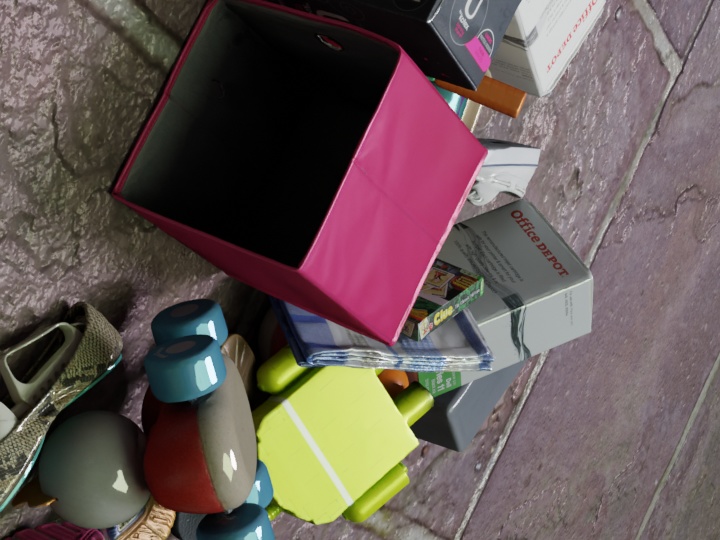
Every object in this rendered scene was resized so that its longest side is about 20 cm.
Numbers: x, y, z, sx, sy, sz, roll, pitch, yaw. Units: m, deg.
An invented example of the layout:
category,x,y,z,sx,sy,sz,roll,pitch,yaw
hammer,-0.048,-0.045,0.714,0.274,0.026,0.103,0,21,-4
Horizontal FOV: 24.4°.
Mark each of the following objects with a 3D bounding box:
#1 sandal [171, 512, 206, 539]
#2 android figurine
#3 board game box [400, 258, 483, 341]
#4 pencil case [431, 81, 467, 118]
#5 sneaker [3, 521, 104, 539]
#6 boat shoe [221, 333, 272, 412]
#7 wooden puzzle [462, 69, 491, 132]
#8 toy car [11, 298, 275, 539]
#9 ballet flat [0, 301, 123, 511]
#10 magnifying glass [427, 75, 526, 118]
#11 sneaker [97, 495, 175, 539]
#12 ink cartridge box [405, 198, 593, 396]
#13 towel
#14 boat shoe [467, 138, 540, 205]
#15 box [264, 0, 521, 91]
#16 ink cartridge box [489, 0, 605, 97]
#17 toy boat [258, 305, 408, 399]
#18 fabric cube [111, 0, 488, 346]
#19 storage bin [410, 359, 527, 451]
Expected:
category,x,y,z,sx,sy,sz,roll,pitch,yaw
sandal,-0.134,0.212,1.588,0.076,0.043,0.200,-66,160,11
android figurine,-0.028,0.148,1.522,0.200,0.041,0.182,-40,109,-20
board game box,0.000,0.000,1.500,0.105,0.200,0.023,-36,138,-43
pencil case,0.048,-0.146,1.527,0.085,0.092,0.200,2,107,-78
sneaker,-0.282,0.291,1.362,0.200,0.081,0.088,-44,144,-22
boat shoe,-0.121,0.114,1.529,0.200,0.063,0.073,72,33,-52
wooden puzzle,0.037,-0.141,1.630,0.200,0.046,0.186,16,94,-55
toy car,-0.188,0.148,1.358,0.177,0.200,0.185,-102,178,-72
ballet flat,-0.262,0.100,1.292,0.200,0.068,0.075,-54,126,-34
magnifying glass,0.050,-0.184,1.473,0.022,0.200,0.080,-7,120,-83
sneaker,-0.218,0.240,1.442,0.075,0.088,0.200,27,62,-39
ink cartridge box,0.116,0.027,1.681,0.200,0.147,0.083,-21,135,-13
towel,0.014,0.038,1.533,0.200,0.147,0.024,3,129,-27
boat shoe,0.118,-0.096,1.659,0.200,0.073,0.065,-2,105,-52
box,0.017,-0.242,1.372,0.106,0.200,0.122,-63,149,-10
ink cartridge box,0.170,-0.298,1.701,0.146,0.085,0.200,-56,146,-21
toy boat,-0.011,0.100,1.614,0.131,0.131,0.200,-45,143,-33
fabric cube,-0.044,-0.083,1.382,0.200,0.196,0.199,-64,149,-8
storage bin,0.089,0.099,1.773,0.200,0.134,0.146,-51,146,-25
